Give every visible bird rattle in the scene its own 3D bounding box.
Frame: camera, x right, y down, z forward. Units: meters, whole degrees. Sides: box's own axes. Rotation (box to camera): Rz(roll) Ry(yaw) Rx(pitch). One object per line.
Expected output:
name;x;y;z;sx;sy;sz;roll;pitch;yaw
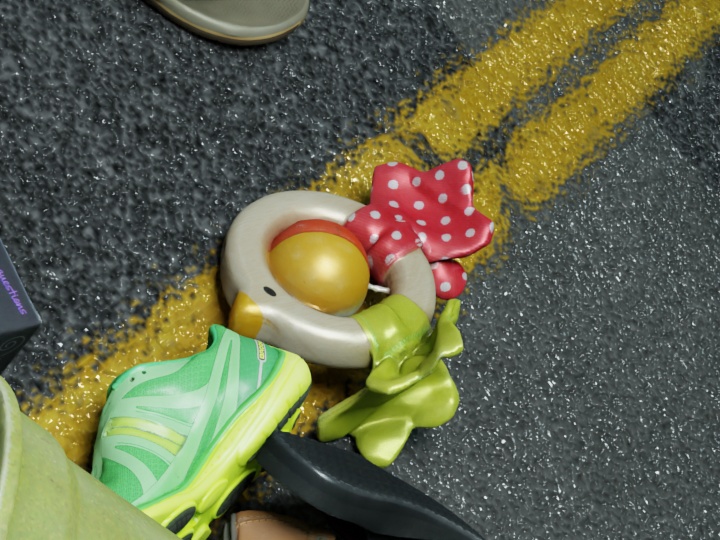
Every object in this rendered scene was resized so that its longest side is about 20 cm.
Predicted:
bird rattle;0.000;0.000;0.944;0.162;0.113;0.201;15;50;-13

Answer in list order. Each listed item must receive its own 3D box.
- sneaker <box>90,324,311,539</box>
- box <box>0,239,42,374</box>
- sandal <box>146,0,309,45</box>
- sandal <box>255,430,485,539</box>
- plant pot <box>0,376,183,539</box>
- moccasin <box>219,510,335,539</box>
sneaker;-0.107;0.098;0.817;0.083;0.074;0.200;32;45;17
box;-0.258;0.026;0.677;0.199;0.122;0.106;-13;68;-45
sandal;-0.112;-0.202;1.003;0.199;0.054;0.081;24;50;-28
sandal;0.004;0.133;0.872;0.075;0.048;0.200;35;3;39
plant pot;-0.123;0.169;0.659;0.184;0.200;0.201;32;47;-28
moccasin;-0.039;0.214;0.784;0.077;0.074;0.202;9;46;-7
